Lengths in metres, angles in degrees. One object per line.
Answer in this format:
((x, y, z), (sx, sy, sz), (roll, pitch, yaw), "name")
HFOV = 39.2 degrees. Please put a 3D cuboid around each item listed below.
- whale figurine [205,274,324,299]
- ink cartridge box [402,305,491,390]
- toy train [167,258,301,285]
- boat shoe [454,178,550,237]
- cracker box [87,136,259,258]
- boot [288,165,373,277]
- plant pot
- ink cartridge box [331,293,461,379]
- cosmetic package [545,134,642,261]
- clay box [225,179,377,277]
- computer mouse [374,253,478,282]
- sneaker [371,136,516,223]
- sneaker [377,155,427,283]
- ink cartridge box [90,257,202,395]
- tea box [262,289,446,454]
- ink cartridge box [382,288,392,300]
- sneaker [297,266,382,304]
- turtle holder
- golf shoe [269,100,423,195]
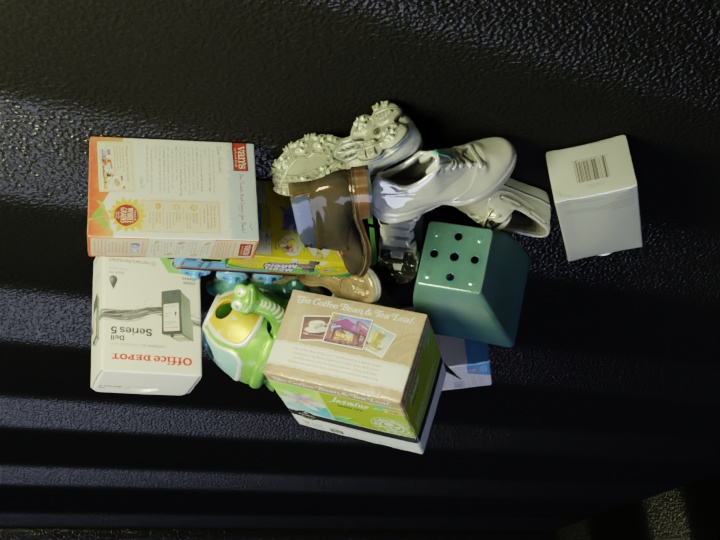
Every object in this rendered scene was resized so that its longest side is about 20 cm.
((-0.144, 0.056, 1.576), (0.159, 0.104, 0.199), (-25, 148, 36), "whale figurine")
((0.124, 0.136, 1.781), (0.198, 0.126, 0.129), (-7, 155, 5), "ink cartridge box")
((-0.167, -0.031, 1.386), (0.199, 0.087, 0.114), (5, 165, -21), "toy train")
((0.183, -0.086, 1.386), (0.199, 0.066, 0.072), (14, 149, -37), "boat shoe")
((-0.225, -0.086, 1.215), (0.198, 0.135, 0.058), (1, 155, -14), "cracker box")
((-0.036, -0.055, 1.232), (0.096, 0.075, 0.201), (-5, 146, -4), "boot")
((0.149, 0.008, 1.422), (0.140, 0.142, 0.200), (9, 166, 17), "plant pot")
((0.061, 0.085, 1.534), (0.199, 0.048, 0.146), (26, -174, -19), "ink cartridge box")
((0.323, -0.094, 1.387), (0.112, 0.082, 0.200), (-11, 156, 11), "cosmetic package")
((-0.080, -0.055, 1.337), (0.199, 0.116, 0.048), (6, 153, -22), "clay box")
((0.107, 0.005, 1.606), (0.198, 0.034, 0.059), (-8, 156, 5), "computer mouse")
((0.106, -0.124, 1.238), (0.199, 0.076, 0.089), (-24, 151, -11), "sneaker")
((0.058, -0.084, 1.369), (0.066, 0.091, 0.201), (8, 131, 8), "sneaker")
((-0.306, 0.068, 1.449), (0.144, 0.201, 0.084), (5, 153, -24), "ink cartridge box")
((-0.001, 0.141, 1.402), (0.199, 0.134, 0.197), (10, 152, 20), "tea box")
((-0.036, 0.126, 1.638), (0.200, 0.083, 0.146), (-38, 179, -32), "ink cartridge box")
((0.000, 0.000, 1.448), (0.112, 0.072, 0.200), (-8, -164, -32), "sneaker")
((-0.160, 0.092, 1.452), (0.131, 0.142, 0.186), (24, 179, -1), "turtle holder")
((-0.014, -0.131, 1.242), (0.199, 0.079, 0.097), (-18, 159, 26), "golf shoe")
